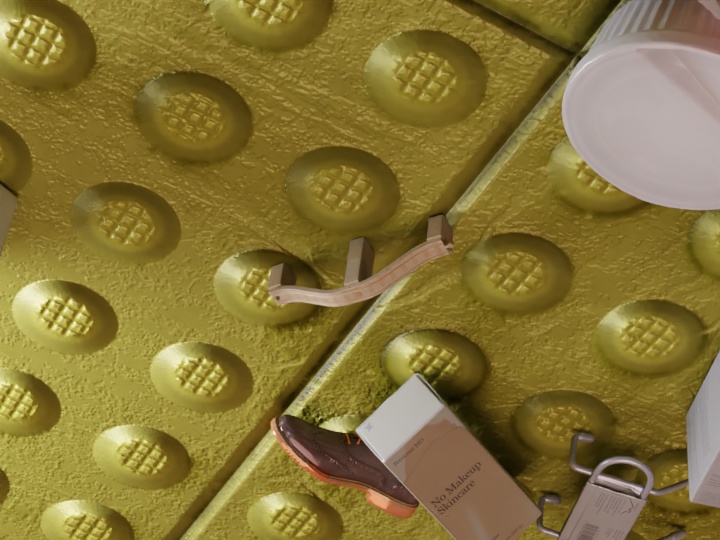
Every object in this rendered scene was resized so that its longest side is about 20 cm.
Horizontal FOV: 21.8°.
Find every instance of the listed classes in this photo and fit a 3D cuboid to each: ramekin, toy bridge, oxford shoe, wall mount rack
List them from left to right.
[{"bbox_3d":[-0.006,0.194,2.020,0.199,0.071,0.073,28,113,-26],"label":"oxford shoe"},{"bbox_3d":[0.000,0.000,1.819,0.199,0.067,0.027,-17,130,23],"label":"toy bridge"},{"bbox_3d":[0.290,0.251,2.023,0.173,0.075,0.200,17,134,-3],"label":"wall mount rack"},{"bbox_3d":[0.279,-0.151,1.588,0.201,0.095,0.203,16,145,11],"label":"ramekin"}]

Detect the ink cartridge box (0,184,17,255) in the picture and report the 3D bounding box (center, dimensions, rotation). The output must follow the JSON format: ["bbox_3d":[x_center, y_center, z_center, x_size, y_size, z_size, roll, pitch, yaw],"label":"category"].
[{"bbox_3d":[-0.458,-0.048,1.782,0.146,0.146,0.200,-30,123,31],"label":"ink cartridge box"}]

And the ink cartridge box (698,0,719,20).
[{"bbox_3d":[0.314,-0.279,1.435,0.161,0.050,0.200,36,87,-26],"label":"ink cartridge box"}]

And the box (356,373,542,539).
[{"bbox_3d":[0.095,0.213,1.982,0.095,0.078,0.200,-43,123,0],"label":"box"}]

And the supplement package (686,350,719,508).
[{"bbox_3d":[0.412,0.136,1.855,0.119,0.122,0.201,12,135,-5],"label":"supplement package"}]
